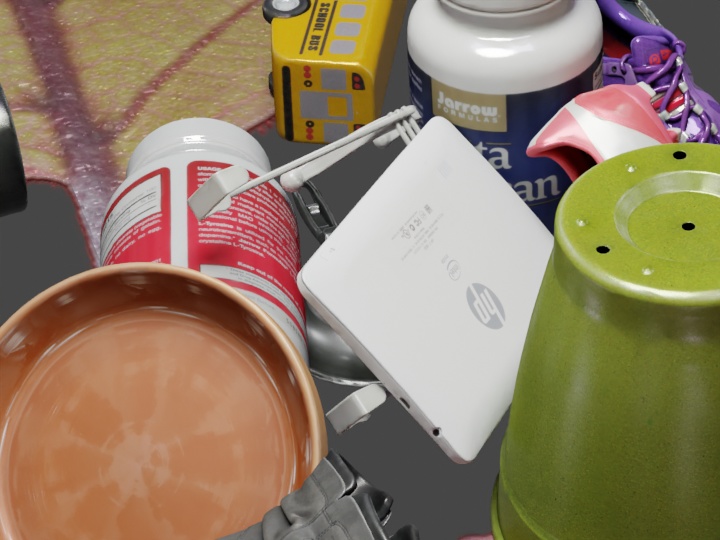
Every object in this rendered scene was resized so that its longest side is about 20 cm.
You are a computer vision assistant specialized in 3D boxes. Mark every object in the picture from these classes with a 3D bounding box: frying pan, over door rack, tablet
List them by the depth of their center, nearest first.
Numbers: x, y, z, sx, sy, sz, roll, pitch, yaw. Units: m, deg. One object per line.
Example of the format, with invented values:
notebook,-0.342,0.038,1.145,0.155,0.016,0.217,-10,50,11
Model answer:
tablet,0.048,0.006,1.513,0.130,0.014,0.200,48,36,-6
over door rack,0.000,0.000,1.533,0.148,0.067,0.200,56,36,7
frying pan,0.009,-0.002,1.647,0.114,0.031,0.190,1,41,4

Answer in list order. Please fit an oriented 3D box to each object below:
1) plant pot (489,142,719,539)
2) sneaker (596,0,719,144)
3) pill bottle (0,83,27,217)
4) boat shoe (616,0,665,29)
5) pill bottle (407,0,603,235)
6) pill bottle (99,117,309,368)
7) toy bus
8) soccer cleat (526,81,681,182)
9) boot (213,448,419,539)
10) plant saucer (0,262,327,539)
plant pot,0.161,0.049,1.429,0.199,0.193,0.201,-2,38,2
sneaker,0.176,-0.092,1.689,0.080,0.084,0.200,-30,57,-25
pill bottle,-0.300,-0.053,1.668,0.199,0.112,0.112,-14,39,-14
boat shoe,0.137,-0.177,1.831,0.075,0.062,0.200,-18,40,-20
pill bottle,0.082,-0.104,1.627,0.111,0.201,0.111,-3,37,2
pill bottle,-0.087,0.007,1.571,0.112,0.113,0.200,-4,38,-1
toy bus,-0.015,-0.163,1.823,0.078,0.065,0.200,3,38,8
soccer cleat,0.170,-0.010,1.560,0.076,0.067,0.200,-31,82,-21
boot,-0.026,0.170,1.304,0.131,0.070,0.200,-36,41,9
plant saucer,-0.111,0.097,1.437,0.199,0.032,0.201,-3,77,16
